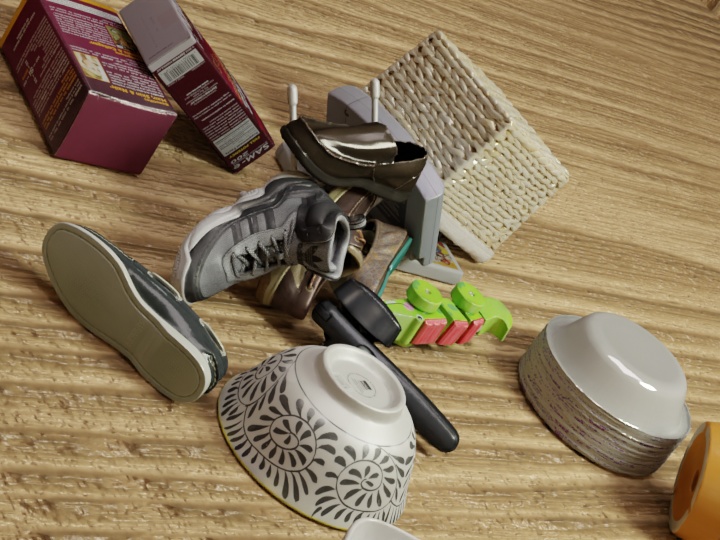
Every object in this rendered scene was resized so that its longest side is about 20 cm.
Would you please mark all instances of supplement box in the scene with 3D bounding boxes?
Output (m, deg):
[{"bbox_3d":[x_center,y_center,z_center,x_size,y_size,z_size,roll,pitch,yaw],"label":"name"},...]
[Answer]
[{"bbox_3d":[-0.289,-0.201,1.709,0.110,0.086,0.200,12,34,-41],"label":"supplement box"},{"bbox_3d":[-0.177,-0.209,1.787,0.200,0.061,0.109,53,5,-50],"label":"supplement box"}]

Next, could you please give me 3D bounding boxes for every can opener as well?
[{"bbox_3d":[0.027,0.101,1.604,0.200,0.079,0.063,51,13,11],"label":"can opener"}]

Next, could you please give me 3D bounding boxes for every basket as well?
[{"bbox_3d":[0.115,-0.152,1.967,0.200,0.161,0.199,32,19,-54],"label":"basket"}]

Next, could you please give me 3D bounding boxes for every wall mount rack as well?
[{"bbox_3d":[-0.046,-0.115,1.731,0.199,0.174,0.075,-11,55,-42],"label":"wall mount rack"}]

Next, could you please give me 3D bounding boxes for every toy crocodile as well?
[{"bbox_3d":[0.085,0.054,1.748,0.199,0.068,0.062,2,41,-49],"label":"toy crocodile"}]

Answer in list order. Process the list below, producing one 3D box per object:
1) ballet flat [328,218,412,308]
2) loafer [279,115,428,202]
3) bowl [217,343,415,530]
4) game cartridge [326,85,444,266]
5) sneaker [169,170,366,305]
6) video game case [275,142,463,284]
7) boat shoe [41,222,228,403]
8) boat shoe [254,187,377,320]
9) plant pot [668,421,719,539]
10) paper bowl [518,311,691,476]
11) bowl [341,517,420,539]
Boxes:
[{"bbox_3d":[0.000,0.000,1.739,0.067,0.068,0.200,31,26,0],"label":"ballet flat"},{"bbox_3d":[-0.003,-0.128,1.663,0.200,0.071,0.073,12,36,-52],"label":"loafer"},{"bbox_3d":[-0.020,0.129,1.465,0.200,0.094,0.201,28,26,-15],"label":"bowl"},{"bbox_3d":[0.027,-0.114,1.839,0.041,0.134,0.200,-22,55,-27],"label":"game cartridge"},{"bbox_3d":[-0.084,-0.021,1.566,0.114,0.076,0.200,27,50,33],"label":"sneaker"},{"bbox_3d":[0.010,-0.067,1.917,0.199,0.023,0.182,15,32,-37],"label":"video game case"},{"bbox_3d":[-0.200,0.033,1.442,0.200,0.076,0.060,50,28,3],"label":"boat shoe"},{"bbox_3d":[-0.029,-0.020,1.674,0.072,0.072,0.200,30,46,12],"label":"boat shoe"},{"bbox_3d":[0.434,0.247,1.727,0.182,0.201,0.200,19,26,1],"label":"plant pot"},{"bbox_3d":[0.285,0.126,1.829,0.200,0.105,0.201,27,28,-15],"label":"paper bowl"},{"bbox_3d":[0.047,0.305,1.269,0.199,0.075,0.200,32,27,-7],"label":"bowl"}]
